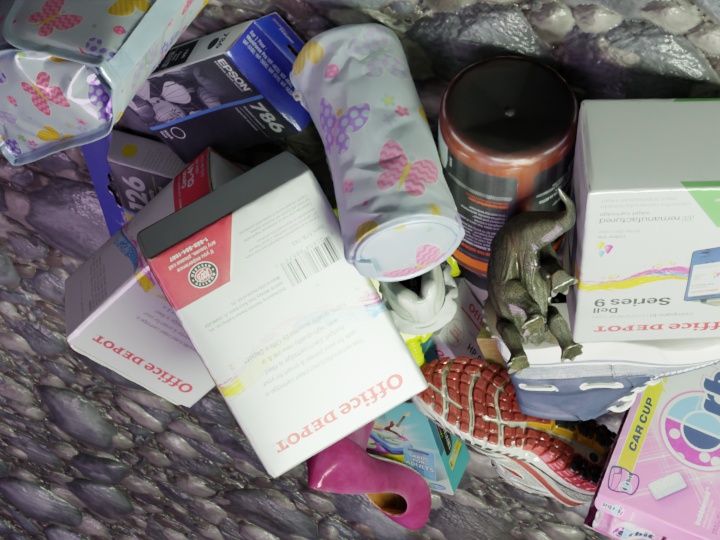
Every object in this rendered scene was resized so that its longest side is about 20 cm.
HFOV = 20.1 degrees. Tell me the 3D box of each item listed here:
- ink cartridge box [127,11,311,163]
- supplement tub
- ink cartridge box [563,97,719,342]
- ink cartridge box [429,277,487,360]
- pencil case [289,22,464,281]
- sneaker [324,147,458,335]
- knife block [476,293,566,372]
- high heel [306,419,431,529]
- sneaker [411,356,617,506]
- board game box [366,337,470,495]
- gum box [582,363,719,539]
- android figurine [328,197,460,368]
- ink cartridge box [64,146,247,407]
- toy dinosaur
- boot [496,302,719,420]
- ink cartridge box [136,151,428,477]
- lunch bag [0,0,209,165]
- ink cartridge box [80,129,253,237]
[{"bbox_3d":[-0.110,-0.148,1.689,0.200,0.039,0.099,-13,130,47],"label":"ink cartridge box"},{"bbox_3d":[0.110,-0.065,1.573,0.107,0.107,0.200,19,148,13],"label":"supplement tub"},{"bbox_3d":[0.229,-0.034,1.506,0.145,0.088,0.200,-1,147,0],"label":"ink cartridge box"},{"bbox_3d":[0.063,0.067,1.843,0.199,0.068,0.115,-2,140,39],"label":"ink cartridge box"},{"bbox_3d":[0.011,-0.091,1.528,0.090,0.201,0.083,-12,149,-11],"label":"pencil case"},{"bbox_3d":[0.023,-0.050,1.613,0.075,0.201,0.081,-23,166,4],"label":"sneaker"},{"bbox_3d":[0.198,0.071,1.727,0.175,0.064,0.200,0,133,30],"label":"knife block"},{"bbox_3d":[0.007,0.204,1.841,0.067,0.096,0.200,9,147,26],"label":"high heel"},{"bbox_3d":[0.126,0.146,1.736,0.200,0.078,0.082,31,142,-7],"label":"sneaker"},{"bbox_3d":[0.007,0.119,1.852,0.150,0.047,0.200,12,148,23],"label":"board game box"},{"bbox_3d":[0.268,0.146,1.672,0.113,0.200,0.066,22,149,6],"label":"gum box"},{"bbox_3d":[0.000,0.000,1.706,0.041,0.181,0.201,-130,23,-71],"label":"android figurine"},{"bbox_3d":[-0.142,0.009,1.774,0.200,0.086,0.147,-39,127,26],"label":"ink cartridge box"},{"bbox_3d":[0.121,0.009,1.514,0.200,0.077,0.102,79,166,-46],"label":"toy dinosaur"},{"bbox_3d":[0.214,0.072,1.632,0.199,0.073,0.091,-1,133,20],"label":"boot"},{"bbox_3d":[-0.064,0.032,1.601,0.200,0.145,0.145,62,175,-12],"label":"ink cartridge box"},{"bbox_3d":[-0.211,-0.190,1.578,0.200,0.170,0.127,-8,132,48],"label":"lunch bag"},{"bbox_3d":[-0.170,-0.042,1.888,0.199,0.047,0.198,14,147,17],"label":"ink cartridge box"}]
